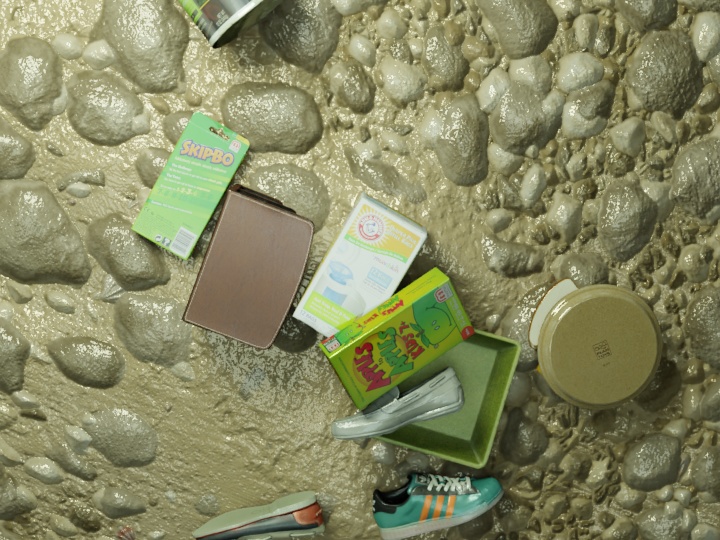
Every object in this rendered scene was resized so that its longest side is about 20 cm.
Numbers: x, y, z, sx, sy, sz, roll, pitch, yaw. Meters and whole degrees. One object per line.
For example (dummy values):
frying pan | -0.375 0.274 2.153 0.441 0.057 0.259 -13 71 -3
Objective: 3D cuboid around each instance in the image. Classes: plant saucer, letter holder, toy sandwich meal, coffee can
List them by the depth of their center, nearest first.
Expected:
coffee can | -0.206 -0.430 1.541 0.146 0.146 0.200 -37 96 6
letter holder | -0.154 -0.004 1.624 0.141 0.101 0.201 20 98 -3
toy sandwich meal | 0.340 0.107 1.645 0.204 0.070 0.207 -1 99 -3
plant saucer | 0.116 0.170 1.666 0.199 0.048 0.201 16 98 0

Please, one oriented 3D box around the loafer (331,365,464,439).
loafer | 0.050 0.192 1.616 0.199 0.070 0.070 -17 92 -4

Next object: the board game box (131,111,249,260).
board game box | -0.247 -0.124 1.645 0.095 0.030 0.201 30 100 -3

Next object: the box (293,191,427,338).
box | 0.000 0.000 1.618 0.112 0.101 0.201 31 98 -4

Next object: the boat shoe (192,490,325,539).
boat shoe | -0.153 0.390 1.696 0.199 0.071 0.063 -16 100 -1

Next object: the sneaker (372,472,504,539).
sneaker | 0.112 0.337 1.677 0.199 0.071 0.080 -19 101 5

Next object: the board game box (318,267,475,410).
board game box | 0.053 0.095 1.573 0.199 0.048 0.102 -33 120 -8
